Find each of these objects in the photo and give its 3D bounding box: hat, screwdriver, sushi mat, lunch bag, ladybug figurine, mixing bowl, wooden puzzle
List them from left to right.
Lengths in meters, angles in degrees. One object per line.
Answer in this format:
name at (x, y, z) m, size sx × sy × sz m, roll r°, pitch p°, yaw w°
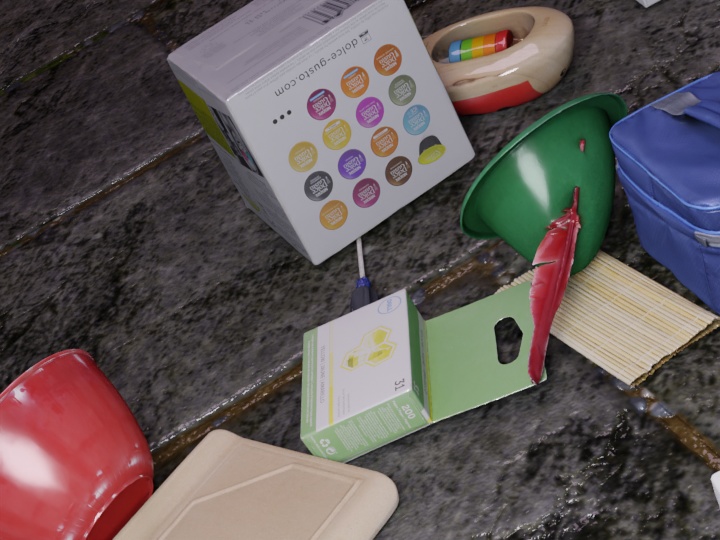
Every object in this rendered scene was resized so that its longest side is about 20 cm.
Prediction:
mixing bowl at (-0.237, 0.176, 1.246) m, size 0.108 × 0.201 × 0.200 m, roll 32°, pitch 57°, yaw 15°
wooden puzzle at (-0.092, 0.213, 1.205) m, size 0.199 × 0.037 × 0.185 m, roll 12°, pitch 48°, yaw 39°
screwdriver at (0.000, 0.000, 1.448) m, size 0.028 × 0.029 × 0.201 m, roll -21°, pitch 33°, yaw 9°
ladybug figurine at (0.132, -0.212, 1.616) m, size 0.199 × 0.072 × 0.136 m, roll -7°, pitch 37°, yaw 27°
hat at (0.190, -0.018, 1.285) m, size 0.200 × 0.166 × 0.176 m, roll -40°, pitch 65°, yaw 7°
sushi mat at (0.199, 0.029, 1.275) m, size 0.095 × 0.012 × 0.200 m, roll -35°, pitch 33°, yaw -12°
lunch bag at (0.293, -0.068, 1.234) m, size 0.135 × 0.133 × 0.200 m, roll -30°, pitch 31°, yaw -6°

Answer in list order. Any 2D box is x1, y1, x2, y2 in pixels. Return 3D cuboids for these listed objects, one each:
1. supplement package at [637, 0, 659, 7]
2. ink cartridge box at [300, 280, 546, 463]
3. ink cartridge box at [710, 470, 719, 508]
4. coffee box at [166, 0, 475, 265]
supplement package at (0.354, -0.393, 1.673) m, size 0.199 × 0.118 × 0.117 m, roll -27°, pitch 32°, yaw -2°
ink cartridge box at (0.047, 0.071, 1.281) m, size 0.199 × 0.048 × 0.146 m, roll -25°, pitch 30°, yaw 15°
ink cartridge box at (0.309, 0.187, 0.839) m, size 0.146 × 0.145 × 0.200 m, roll -26°, pitch 32°, yaw 0°
coffee box at (-0.041, -0.162, 1.546) m, size 0.199 × 0.199 × 0.200 m, roll -34°, pitch 29°, yaw -11°
